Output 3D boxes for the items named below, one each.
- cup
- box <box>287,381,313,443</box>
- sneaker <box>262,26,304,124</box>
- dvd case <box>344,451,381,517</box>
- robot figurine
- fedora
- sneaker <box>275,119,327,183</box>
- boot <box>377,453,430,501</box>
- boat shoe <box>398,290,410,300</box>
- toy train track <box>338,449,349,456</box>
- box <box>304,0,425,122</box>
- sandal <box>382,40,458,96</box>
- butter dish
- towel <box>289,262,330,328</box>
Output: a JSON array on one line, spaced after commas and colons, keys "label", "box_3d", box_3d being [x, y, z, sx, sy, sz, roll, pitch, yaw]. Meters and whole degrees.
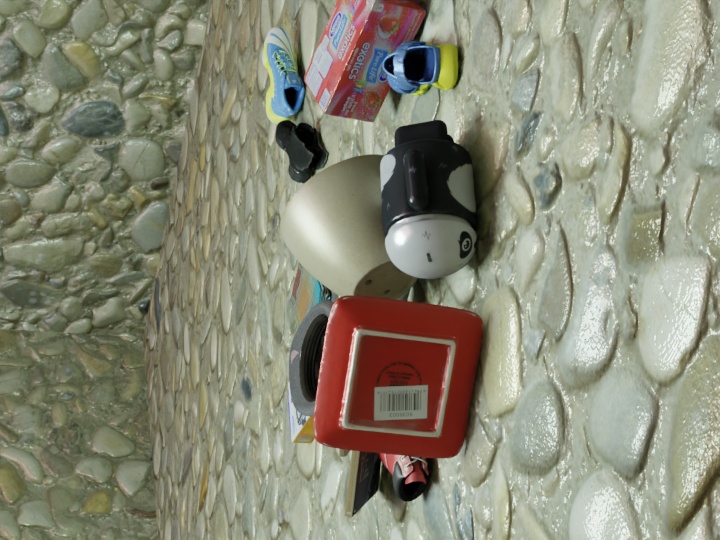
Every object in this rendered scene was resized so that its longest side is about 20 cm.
[{"label": "cup", "box_3d": [0.007, -0.036, 1.721, 0.144, 0.198, 0.201, 62, 147, 32]}, {"label": "box", "box_3d": [-0.090, 0.224, 2.243, 0.200, 0.041, 0.120, 119, 150, -57]}, {"label": "sneaker", "box_3d": [-0.144, -0.397, 2.533, 0.105, 0.075, 0.203, -6, 87, 60]}, {"label": "dvd case", "box_3d": [0.014, 0.239, 1.822, 0.149, 0.016, 0.202, -18, -65, -74]}, {"label": "robot figurine", "box_3d": [0.089, -0.090, 1.618, 0.124, 0.149, 0.202, -30, 55, 49]}, {"label": "fedora", "box_3d": [-0.037, 0.142, 2.007, 0.200, 0.089, 0.179, 128, 141, -50]}, {"label": "sneaker", "box_3d": [-0.112, -0.247, 2.399, 0.105, 0.059, 0.201, 110, 152, -42]}, {"label": "boot", "box_3d": [0.067, 0.206, 1.706, 0.145, 0.072, 0.202, -116, 27, -58]}, {"label": "boat shoe", "box_3d": [0.034, 0.060, 1.787, 0.201, 0.071, 0.069, -75, -17, -44]}, {"label": "toy train track", "box_3d": [-0.015, 0.172, 1.728, 0.115, 0.032, 0.202, -100, 10, -55]}, {"label": "box", "box_3d": [0.003, -0.338, 1.905, 0.201, 0.094, 0.103, -64, 38, 30]}, {"label": "sandal", "box_3d": [0.070, -0.292, 1.786, 0.200, 0.086, 0.081, -174, 87, -74]}, {"label": "butter dish", "box_3d": [0.039, 0.122, 1.616, 0.148, 0.198, 0.202, -121, 38, -74]}, {"label": "towel", "box_3d": [-0.098, 0.055, 2.335, 0.201, 0.021, 0.148, -114, 33, -57]}]
